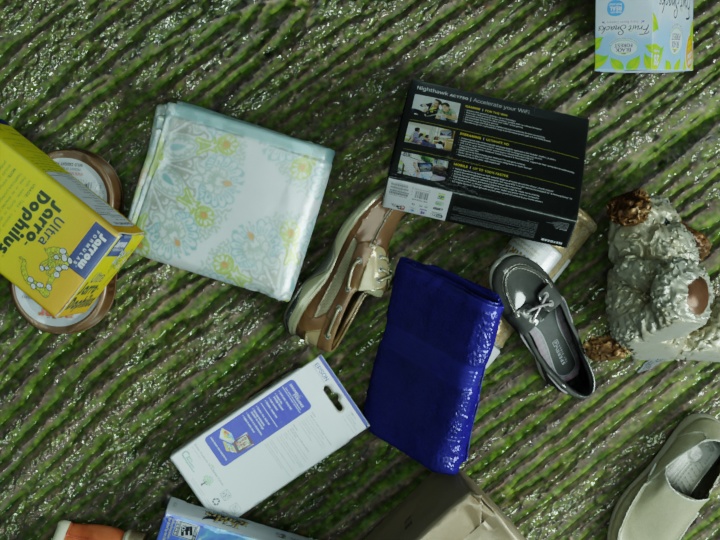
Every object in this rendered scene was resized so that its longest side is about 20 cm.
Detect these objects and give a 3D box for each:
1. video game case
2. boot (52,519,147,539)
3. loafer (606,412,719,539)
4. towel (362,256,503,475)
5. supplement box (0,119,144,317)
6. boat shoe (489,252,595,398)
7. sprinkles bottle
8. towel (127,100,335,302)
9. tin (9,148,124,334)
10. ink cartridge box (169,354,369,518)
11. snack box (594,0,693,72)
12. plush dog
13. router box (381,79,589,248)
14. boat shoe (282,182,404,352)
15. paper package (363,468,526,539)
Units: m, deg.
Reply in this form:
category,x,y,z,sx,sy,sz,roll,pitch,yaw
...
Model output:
category,x,y,z,sx,sy,sz,roll,pitch,yaw
video game case,-0.147,0.364,1.648,0.181,0.045,0.200,16,104,-4
boot,-0.307,0.368,1.649,0.107,0.075,0.200,15,84,-1
loafer,0.337,0.246,1.674,0.076,0.068,0.200,29,91,-4
towel,0.078,0.099,1.615,0.050,0.148,0.200,0,111,-43
supplement box,-0.339,-0.056,1.563,0.200,0.109,0.110,38,95,4
boat shoe,0.200,0.060,1.617,0.067,0.057,0.200,-40,128,-9
sprinkles bottle,0.169,0.010,1.654,0.068,0.068,0.200,38,90,-4
towel,-0.144,-0.077,1.630,0.200,0.048,0.171,17,94,7
tin,-0.315,-0.031,1.635,0.112,0.042,0.200,5,93,9
ink cartridge box,-0.098,0.183,1.664,0.200,0.039,0.099,-33,94,0
snack box,0.296,-0.305,1.586,0.068,0.169,0.200,4,99,26
plush dog,0.310,0.003,1.623,0.160,0.200,0.172,-13,65,30
router box,0.134,-0.113,1.608,0.200,0.051,0.149,13,52,1
boat shoe,0.000,0.000,1.635,0.074,0.076,0.200,38,100,17
paper package,0.071,0.308,1.598,0.191,0.200,0.103,-43,95,-1
